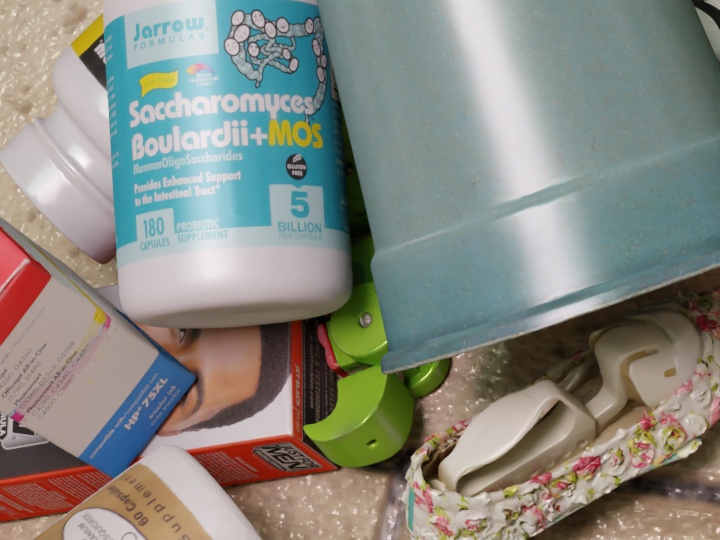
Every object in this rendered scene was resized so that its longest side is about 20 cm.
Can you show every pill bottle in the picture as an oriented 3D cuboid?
[{"bbox_3d":[-0.089,-0.100,1.203,0.200,0.111,0.111,-44,58,3],"label":"pill bottle"},{"bbox_3d":[-0.064,-0.077,1.085,0.110,0.111,0.201,-8,82,22],"label":"pill bottle"},{"bbox_3d":[-0.135,0.182,1.072,0.200,0.115,0.114,-36,57,-15],"label":"pill bottle"}]

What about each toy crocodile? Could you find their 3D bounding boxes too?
[{"bbox_3d":[0.000,0.000,1.144,0.061,0.067,0.201,-15,64,19],"label":"toy crocodile"}]

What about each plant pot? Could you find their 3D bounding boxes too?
[{"bbox_3d":[0.075,-0.079,1.023,0.199,0.200,0.197,-18,89,17],"label":"plant pot"}]

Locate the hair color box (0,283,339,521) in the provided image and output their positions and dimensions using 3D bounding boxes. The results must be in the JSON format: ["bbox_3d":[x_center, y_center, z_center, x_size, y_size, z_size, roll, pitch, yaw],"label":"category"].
[{"bbox_3d":[-0.113,0.061,1.175,0.199,0.061,0.102,-11,64,20],"label":"hair color box"}]

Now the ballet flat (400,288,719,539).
[{"bbox_3d":[0.104,0.064,1.046,0.200,0.064,0.076,-35,50,-9],"label":"ballet flat"}]

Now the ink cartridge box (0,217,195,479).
[{"bbox_3d":[-0.175,0.013,1.071,0.116,0.200,0.067,37,87,33],"label":"ink cartridge box"}]

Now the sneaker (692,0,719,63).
[{"bbox_3d":[0.185,-0.139,1.112,0.199,0.073,0.112,11,75,30],"label":"sneaker"}]
